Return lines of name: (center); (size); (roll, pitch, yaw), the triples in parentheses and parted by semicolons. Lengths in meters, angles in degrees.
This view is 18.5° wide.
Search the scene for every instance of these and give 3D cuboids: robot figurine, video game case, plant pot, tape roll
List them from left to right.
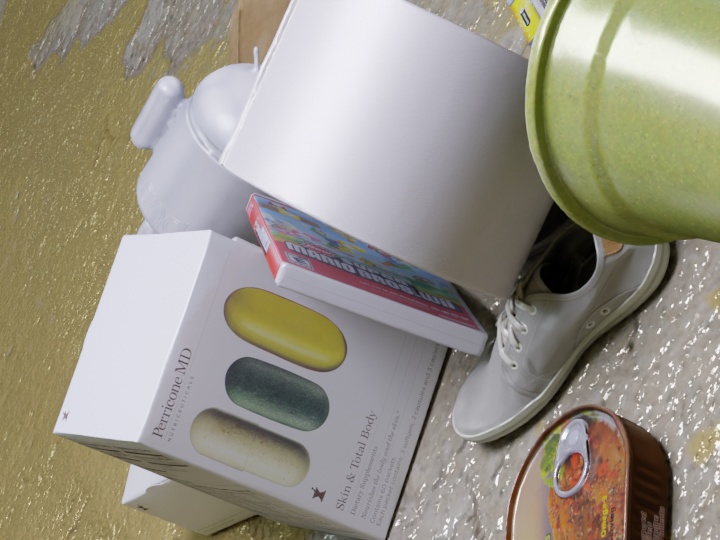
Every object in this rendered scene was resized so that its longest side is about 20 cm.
robot figurine: (-0.104, -0.084, 1.769); (0.200, 0.169, 0.113); (-54, 6, 34)
video game case: (0.000, 0.000, 1.477); (0.200, 0.142, 0.018); (-121, 52, -73)
tape roll: (0.030, -0.085, 1.369); (0.140, 0.202, 0.203); (-65, 27, 5)
plant pot: (0.220, -0.084, 1.171); (0.184, 0.200, 0.201); (29, 94, 52)

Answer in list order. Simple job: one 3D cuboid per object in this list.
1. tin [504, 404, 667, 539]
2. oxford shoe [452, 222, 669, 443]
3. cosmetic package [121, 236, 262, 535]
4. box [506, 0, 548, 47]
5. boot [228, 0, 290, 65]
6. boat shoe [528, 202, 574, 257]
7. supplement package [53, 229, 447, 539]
tin: (0.127, 0.174, 1.265); (0.112, 0.042, 0.201); (-29, 45, 44)
oxford shoe: (0.112, 0.033, 1.387); (0.200, 0.058, 0.075); (-49, 34, 33)
cosmetic package: (-0.108, 0.090, 1.706); (0.107, 0.085, 0.201); (-27, 46, 52)
box: (0.149, -0.251, 1.577); (0.137, 0.038, 0.200); (-53, 29, 23)
boot: (-0.105, -0.148, 1.928); (0.175, 0.066, 0.201); (-29, 43, 32)
boat shoe: (0.081, -0.050, 1.493); (0.200, 0.073, 0.075); (-18, 52, 55)
supplement package: (-0.076, 0.079, 1.527); (0.150, 0.199, 0.153); (-2, 67, 61)
